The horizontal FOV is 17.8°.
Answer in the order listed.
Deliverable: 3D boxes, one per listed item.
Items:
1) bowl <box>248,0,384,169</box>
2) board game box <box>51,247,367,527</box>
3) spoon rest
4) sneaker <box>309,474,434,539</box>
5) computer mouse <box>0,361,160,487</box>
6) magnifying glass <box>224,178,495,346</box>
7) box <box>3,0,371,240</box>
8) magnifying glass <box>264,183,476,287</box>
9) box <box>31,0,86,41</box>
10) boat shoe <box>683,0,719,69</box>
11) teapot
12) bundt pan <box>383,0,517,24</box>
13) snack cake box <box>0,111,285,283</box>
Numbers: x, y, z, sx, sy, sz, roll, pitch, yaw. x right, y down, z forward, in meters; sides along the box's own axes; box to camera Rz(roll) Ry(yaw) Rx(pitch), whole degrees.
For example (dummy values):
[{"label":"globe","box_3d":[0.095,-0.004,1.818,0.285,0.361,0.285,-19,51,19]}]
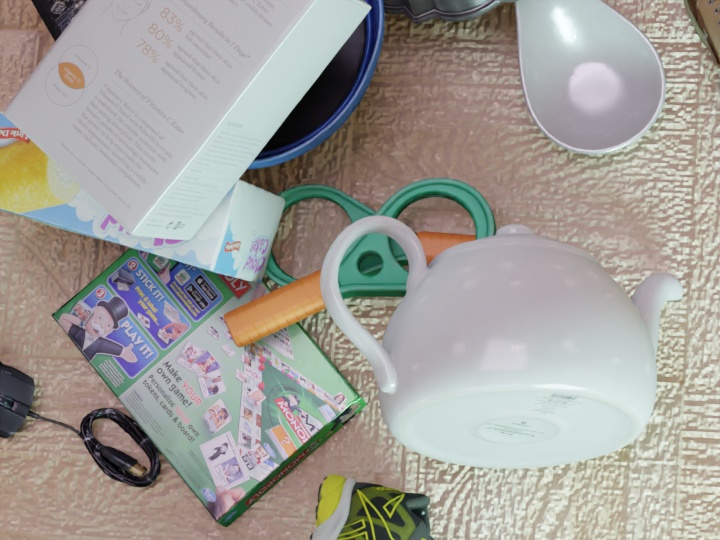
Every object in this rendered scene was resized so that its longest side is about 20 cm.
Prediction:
[{"label":"bowl","box_3d":[-0.080,-0.165,1.597,0.200,0.039,0.202,-2,78,10]},{"label":"board game box","box_3d":[-0.109,0.063,1.641,0.134,0.029,0.200,-40,72,-1]},{"label":"spoon rest","box_3d":[0.140,-0.172,1.631,0.099,0.061,0.200,-31,71,3]},{"label":"sneaker","box_3d":[0.010,0.194,1.513,0.084,0.200,0.075,-1,119,3]},{"label":"computer mouse","box_3d":[-0.233,0.105,1.654,0.199,0.034,0.059,19,80,15]},{"label":"magnifying glass","box_3d":[0.000,0.000,1.605,0.199,0.022,0.080,-26,72,2]},{"label":"box","box_3d":[-0.111,-0.135,1.480,0.124,0.097,0.200,42,101,15]},{"label":"magnifying glass","box_3d":[0.019,-0.018,1.638,0.199,0.022,0.080,5,77,12]},{"label":"box","box_3d":[-0.128,-0.207,1.681,0.200,0.086,0.164,-33,73,2]},{"label":"boat shoe","box_3d":[0.274,-0.164,1.594,0.075,0.074,0.201,-21,73,6]},{"label":"teapot","box_3d":[0.099,0.038,1.525,0.197,0.200,0.147,-9,66,20]},{"label":"bundt pan","box_3d":[0.066,-0.276,1.627,0.201,0.076,0.203,-13,53,18]},{"label":"snack cake box","box_3d":[-0.166,-0.051,1.604,0.199,0.115,0.067,16,87,15]}]
